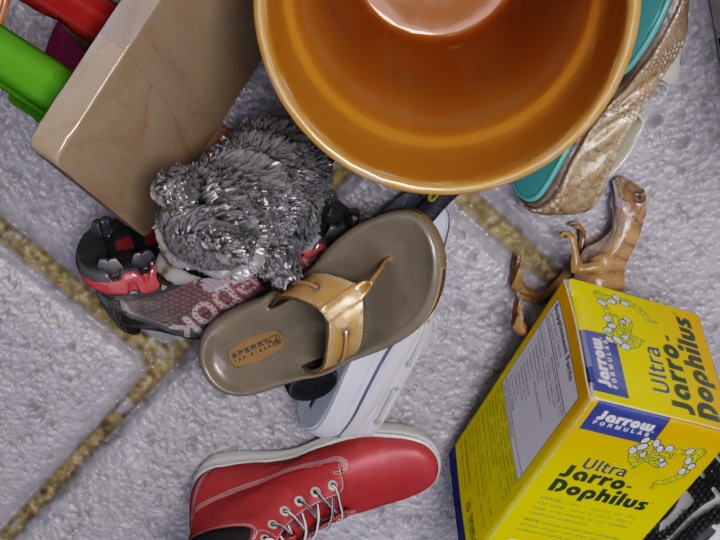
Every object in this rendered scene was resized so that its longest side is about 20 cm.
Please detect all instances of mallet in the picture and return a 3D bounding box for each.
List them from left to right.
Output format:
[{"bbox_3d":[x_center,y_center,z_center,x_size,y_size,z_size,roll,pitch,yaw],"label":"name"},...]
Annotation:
[{"bbox_3d":[0.000,0.000,0.860,0.041,0.066,0.201,15,121,-39],"label":"mallet"}]

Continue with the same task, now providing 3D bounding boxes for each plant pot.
[{"bbox_3d":[0.046,-0.170,0.714,0.197,0.184,0.203,1,114,2],"label":"plant pot"}]

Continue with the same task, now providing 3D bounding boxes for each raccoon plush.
[{"bbox_3d":[-0.060,-0.075,0.755,0.096,0.134,0.202,23,83,5],"label":"raccoon plush"}]

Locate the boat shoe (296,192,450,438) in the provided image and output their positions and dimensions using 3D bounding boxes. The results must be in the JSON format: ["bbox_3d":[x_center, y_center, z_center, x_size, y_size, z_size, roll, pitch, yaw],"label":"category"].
[{"bbox_3d":[0.020,0.034,0.906,0.066,0.074,0.201,13,118,-35],"label":"boat shoe"}]

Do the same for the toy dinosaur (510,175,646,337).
[{"bbox_3d":[0.159,0.034,0.899,0.105,0.061,0.202,7,114,-4],"label":"toy dinosaur"}]

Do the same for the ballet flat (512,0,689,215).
[{"bbox_3d":[0.173,-0.123,0.837,0.065,0.071,0.201,13,119,-34],"label":"ballet flat"}]

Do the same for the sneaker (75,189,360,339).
[{"bbox_3d":[-0.095,-0.002,0.883,0.198,0.071,0.099,-12,133,-7],"label":"sneaker"}]

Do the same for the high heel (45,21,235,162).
[{"bbox_3d":[-0.118,-0.102,0.835,0.197,0.068,0.097,11,124,0],"label":"high heel"}]

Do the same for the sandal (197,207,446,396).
[{"bbox_3d":[-0.030,0.031,0.816,0.198,0.054,0.081,-28,92,21],"label":"sandal"}]

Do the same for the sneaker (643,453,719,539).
[{"bbox_3d":[0.288,0.195,0.973,0.079,0.074,0.201,20,118,-24],"label":"sneaker"}]

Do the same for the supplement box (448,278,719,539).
[{"bbox_3d":[0.153,0.122,0.876,0.108,0.110,0.201,14,131,-16],"label":"supplement box"}]

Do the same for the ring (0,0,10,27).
[{"bbox_3d":[-0.262,-0.183,0.763,0.019,0.201,0.202,4,125,-50],"label":"ring"}]

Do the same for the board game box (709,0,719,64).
[{"bbox_3d":[0.275,-0.153,0.738,0.096,0.201,0.161,-15,114,7],"label":"board game box"}]

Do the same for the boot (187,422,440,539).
[{"bbox_3d":[-0.035,0.184,0.923,0.197,0.145,0.073,-12,113,5],"label":"boot"}]

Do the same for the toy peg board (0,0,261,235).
[{"bbox_3d":[-0.132,-0.146,0.730,0.097,0.200,0.201,31,84,8],"label":"toy peg board"}]
